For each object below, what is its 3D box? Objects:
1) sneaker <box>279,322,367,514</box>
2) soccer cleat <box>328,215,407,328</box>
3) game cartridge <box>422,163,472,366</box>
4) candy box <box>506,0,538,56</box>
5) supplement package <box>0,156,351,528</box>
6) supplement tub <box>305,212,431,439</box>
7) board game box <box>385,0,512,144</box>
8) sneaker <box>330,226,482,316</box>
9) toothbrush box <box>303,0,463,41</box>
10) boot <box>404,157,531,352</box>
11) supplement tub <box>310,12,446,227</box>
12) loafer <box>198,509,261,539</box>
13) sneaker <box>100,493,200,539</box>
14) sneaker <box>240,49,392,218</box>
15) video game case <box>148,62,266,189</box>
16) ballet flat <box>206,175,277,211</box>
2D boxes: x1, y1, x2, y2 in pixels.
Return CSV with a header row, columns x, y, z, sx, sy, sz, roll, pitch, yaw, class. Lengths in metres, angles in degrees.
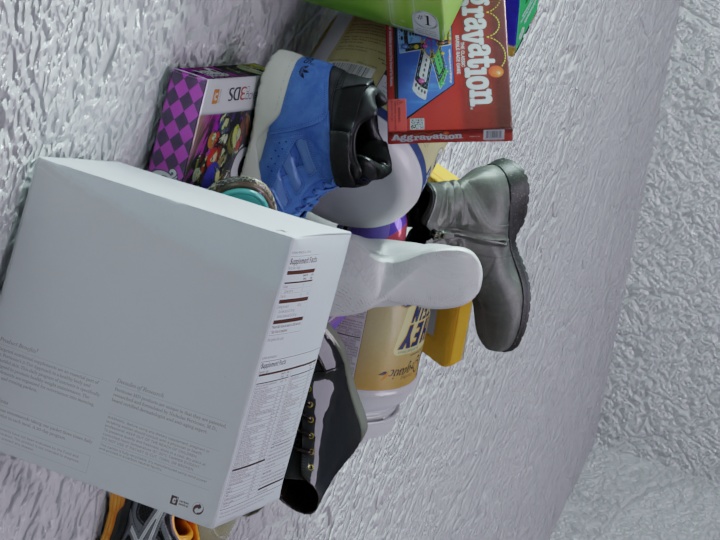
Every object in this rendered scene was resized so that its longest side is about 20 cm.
x,y,z,sx,sy,sz,roll,pitch,yaw,class
-0.055,0.117,1.743,0.200,0.075,0.106,63,38,-37,sneaker
-0.029,0.017,1.804,0.200,0.067,0.076,-49,179,17,soccer cleat
0.047,-0.028,1.995,0.032,0.176,0.200,-25,136,-34,game cartridge
0.078,-0.307,1.784,0.200,0.169,0.077,89,26,-50,candy box
-0.136,0.044,1.368,0.147,0.191,0.200,-7,114,-74,supplement package
-0.006,0.048,1.928,0.144,0.144,0.200,-38,143,-65,supplement tub
0.072,-0.191,1.673,0.019,0.103,0.200,88,1,-56,board game box
0.000,0.000,1.736,0.088,0.200,0.075,-148,-115,-75,sneaker
0.012,-0.294,1.613,0.200,0.145,0.086,84,28,-58,toothbrush box
0.090,-0.004,1.860,0.131,0.068,0.200,-20,119,-35,boot
0.017,-0.152,1.757,0.145,0.144,0.200,89,24,-50,supplement tub
-0.105,0.183,1.800,0.200,0.068,0.076,-48,179,-37,loafer
-0.175,0.233,1.662,0.078,0.077,0.200,-41,147,-66,sneaker
-0.036,-0.070,1.616,0.077,0.111,0.200,-44,149,-66,sneaker
-0.125,-0.063,1.584,0.181,0.036,0.200,-20,126,-72,video game case
-0.102,-0.019,1.550,0.200,0.068,0.075,100,-5,-45,ballet flat
